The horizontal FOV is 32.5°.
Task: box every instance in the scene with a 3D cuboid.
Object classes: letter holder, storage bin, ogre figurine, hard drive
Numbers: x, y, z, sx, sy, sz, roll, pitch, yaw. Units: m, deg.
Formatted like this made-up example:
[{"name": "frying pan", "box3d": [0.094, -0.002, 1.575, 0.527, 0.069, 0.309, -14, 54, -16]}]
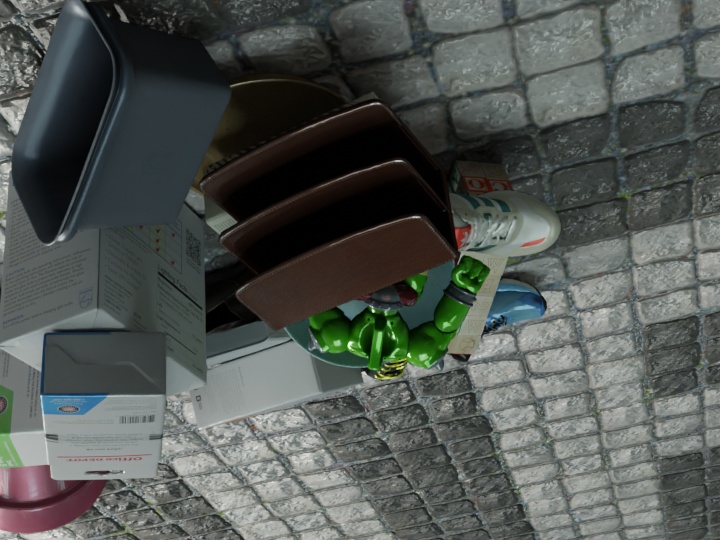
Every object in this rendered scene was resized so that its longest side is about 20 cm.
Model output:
[{"name": "letter holder", "box3d": [-0.033, -0.050, 1.112, 0.198, 0.102, 0.142, -22, 143, 21]}, {"name": "storage bin", "box3d": [-0.214, -0.132, 1.107, 0.133, 0.146, 0.201, 1, 131, -40]}, {"name": "ogre figurine", "box3d": [0.020, 0.032, 1.242, 0.197, 0.122, 0.098, 6, -172, -17]}, {"name": "hard drive", "box3d": [-0.136, 0.088, 1.500, 0.130, 0.027, 0.200, -17, 173, 15]}]

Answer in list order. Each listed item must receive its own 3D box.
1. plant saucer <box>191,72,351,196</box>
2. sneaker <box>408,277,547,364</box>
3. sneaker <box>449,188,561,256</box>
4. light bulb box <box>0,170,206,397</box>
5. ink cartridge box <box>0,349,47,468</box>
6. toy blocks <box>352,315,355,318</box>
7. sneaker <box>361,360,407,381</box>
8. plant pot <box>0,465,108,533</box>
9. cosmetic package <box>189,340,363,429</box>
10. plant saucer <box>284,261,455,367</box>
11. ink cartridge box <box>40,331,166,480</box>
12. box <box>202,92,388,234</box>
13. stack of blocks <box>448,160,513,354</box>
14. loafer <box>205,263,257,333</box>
[{"name": "plant saucer", "box3d": [-0.093, -0.134, 1.222, 0.197, 0.036, 0.201, -6, 147, -4]}, {"name": "sneaker", "box3d": [0.140, 0.074, 1.554, 0.197, 0.091, 0.079, -16, 148, 11]}, {"name": "sneaker", "box3d": [0.107, -0.040, 1.217, 0.196, 0.094, 0.071, 11, 115, -10]}, {"name": "light bulb box", "box3d": [-0.256, 0.007, 1.258, 0.123, 0.203, 0.198, -17, 147, 19]}, {"name": "ink cartridge box", "box3d": [-0.324, 0.134, 1.387, 0.196, 0.147, 0.085, -3, 144, -3]}, {"name": "toy blocks", "box3d": [-0.003, -0.020, 1.356, 0.197, 0.100, 0.138, 11, 110, -26]}, {"name": "sneaker", "box3d": [0.042, 0.094, 1.494, 0.073, 0.086, 0.200, -5, -176, -15]}, {"name": "plant pot", "box3d": [-0.418, 0.197, 1.555, 0.196, 0.202, 0.181, -1, 133, -10]}, {"name": "cosmetic package", "box3d": [-0.107, 0.136, 1.536, 0.198, 0.072, 0.101, -20, 172, 32]}, {"name": "plant saucer", "box3d": [0.000, 0.000, 1.300, 0.197, 0.039, 0.205, -3, 104, -11]}, {"name": "ink cartridge box", "box3d": [-0.250, 0.136, 1.208, 0.114, 0.069, 0.201, 1, 148, -11]}, {"name": "box", "box3d": [-0.052, -0.091, 1.201, 0.198, 0.069, 0.082, -21, 146, 19]}, {"name": "stack of blocks", "box3d": [0.112, -0.021, 1.369, 0.058, 0.116, 0.202, 2, 129, -16]}, {"name": "loafer", "box3d": [-0.124, 0.032, 1.448, 0.197, 0.072, 0.073, -20, 147, 19]}]
